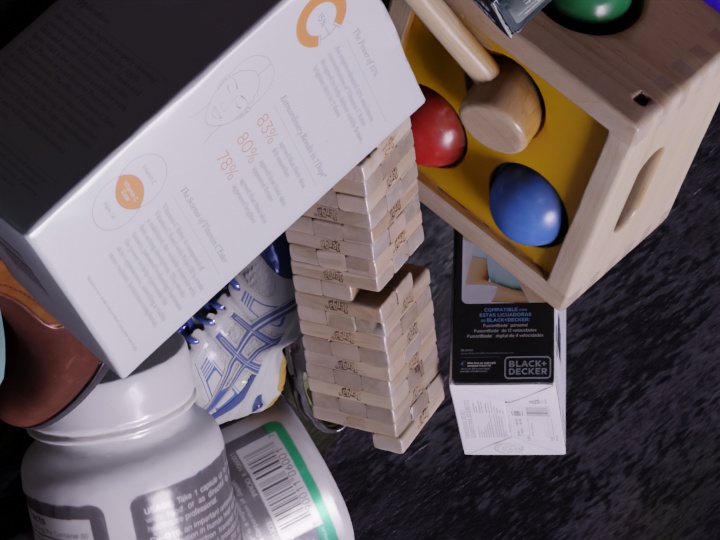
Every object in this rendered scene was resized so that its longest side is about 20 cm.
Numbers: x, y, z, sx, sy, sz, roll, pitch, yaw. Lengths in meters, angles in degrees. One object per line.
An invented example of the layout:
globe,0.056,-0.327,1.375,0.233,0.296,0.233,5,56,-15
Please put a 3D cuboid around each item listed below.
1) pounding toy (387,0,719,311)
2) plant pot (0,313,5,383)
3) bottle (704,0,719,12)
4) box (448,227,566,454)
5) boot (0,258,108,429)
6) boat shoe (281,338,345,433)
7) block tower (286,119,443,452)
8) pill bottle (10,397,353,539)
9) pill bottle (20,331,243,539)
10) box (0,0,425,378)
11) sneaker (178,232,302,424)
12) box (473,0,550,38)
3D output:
pounding toy,0.077,-0.106,1.498,0.142,0.184,0.200,-40,161,-34
plant pot,-0.268,0.044,1.211,0.196,0.200,0.200,-24,153,-51
bottle,0.244,-0.147,1.777,0.065,0.084,0.200,-52,156,23
box,0.087,-0.006,1.652,0.060,0.200,0.117,0,157,7
boot,-0.194,0.013,1.406,0.200,0.069,0.188,-9,142,-50
boat shoe,-0.019,0.030,1.708,0.072,0.066,0.201,-32,156,-20
block tower,0.000,0.000,1.526,0.054,0.058,0.200,-49,141,-43
pill bottle,-0.115,0.165,1.713,0.200,0.113,0.113,-26,155,-11
pill bottle,-0.122,0.139,1.572,0.113,0.113,0.200,-23,111,-36
box,-0.085,-0.072,1.323,0.200,0.097,0.124,-43,143,-11
sneaker,-0.082,0.030,1.604,0.088,0.075,0.200,-21,148,-27
box,0.087,-0.229,1.288,0.200,0.159,0.046,-42,158,2
